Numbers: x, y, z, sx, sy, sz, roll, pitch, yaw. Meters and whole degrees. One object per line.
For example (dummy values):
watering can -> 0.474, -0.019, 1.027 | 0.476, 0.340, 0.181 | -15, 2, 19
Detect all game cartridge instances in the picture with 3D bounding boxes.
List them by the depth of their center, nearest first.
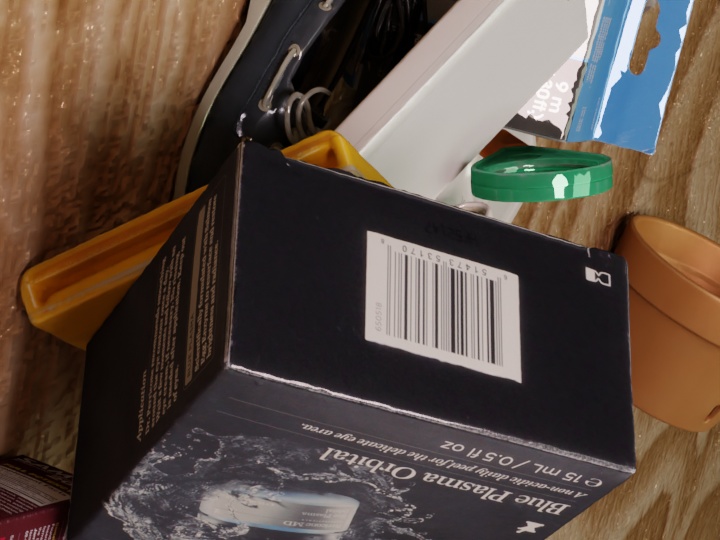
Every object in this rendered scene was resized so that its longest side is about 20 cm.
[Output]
game cartridge -> -0.053, 0.004, 1.012 | 0.032, 0.176, 0.200 | 70, 11, 19

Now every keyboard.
keyboard -> 0.031, -0.133, 1.085 | 0.104, 0.040, 0.200 | -32, 137, -74

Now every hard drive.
hard drive -> 0.047, -0.090, 1.066 | 0.200, 0.027, 0.132 | -47, 160, -9

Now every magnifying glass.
magnifying glass -> 0.096, -0.064, 1.159 | 0.200, 0.080, 0.022 | -124, -151, -79

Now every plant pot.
plant pot -> 0.306, 0.058, 1.857 | 0.140, 0.200, 0.200 | -60, 161, 17

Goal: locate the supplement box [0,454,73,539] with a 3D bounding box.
supplement box -> -0.200, 0.153, 0.896 | 0.200, 0.061, 0.109 | -3, 111, -65

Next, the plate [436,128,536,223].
plate -> 0.071, -0.068, 1.301 | 0.200, 0.032, 0.200 | -57, 153, -34

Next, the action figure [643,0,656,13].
action figure -> 0.229, -0.253, 1.500 | 0.102, 0.200, 0.119 | -43, -149, 42

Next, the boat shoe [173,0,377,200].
boat shoe -> -0.041, -0.091, 1.071 | 0.200, 0.062, 0.075 | -67, 159, -10

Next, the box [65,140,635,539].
box -> -0.008, 0.062, 0.905 | 0.200, 0.197, 0.118 | -47, -146, 50

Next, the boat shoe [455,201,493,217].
boat shoe -> 0.000, 0.000, 1.183 | 0.200, 0.071, 0.069 | -20, 127, -36

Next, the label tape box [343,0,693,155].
label tape box -> 0.104, -0.156, 1.173 | 0.066, 0.200, 0.143 | -106, -150, -79
